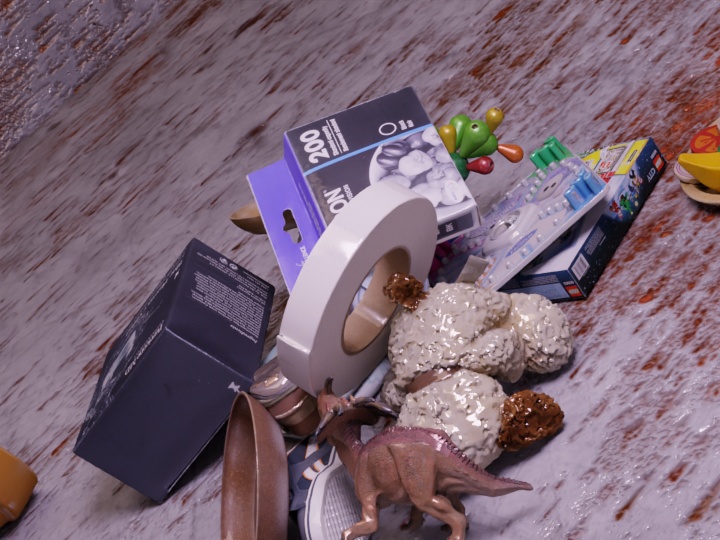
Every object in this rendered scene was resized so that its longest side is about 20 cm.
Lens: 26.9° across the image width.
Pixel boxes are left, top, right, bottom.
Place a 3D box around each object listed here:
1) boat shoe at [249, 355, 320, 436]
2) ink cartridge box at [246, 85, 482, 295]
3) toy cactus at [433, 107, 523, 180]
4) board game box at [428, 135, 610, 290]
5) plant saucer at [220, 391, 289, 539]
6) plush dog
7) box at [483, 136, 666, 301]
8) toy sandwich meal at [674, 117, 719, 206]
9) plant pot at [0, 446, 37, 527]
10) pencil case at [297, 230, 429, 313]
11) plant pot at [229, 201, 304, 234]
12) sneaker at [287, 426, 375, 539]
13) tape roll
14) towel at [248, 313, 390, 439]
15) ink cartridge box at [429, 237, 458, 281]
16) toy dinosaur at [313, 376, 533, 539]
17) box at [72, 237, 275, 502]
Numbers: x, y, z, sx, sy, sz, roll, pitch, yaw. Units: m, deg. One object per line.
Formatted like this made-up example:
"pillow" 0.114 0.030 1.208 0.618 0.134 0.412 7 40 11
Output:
"boat shoe" -0.059 0.114 1.450 0.075 0.072 0.200 -34 5 11
"ink cartridge box" -0.005 -0.081 1.496 0.199 0.044 0.199 -23 47 -2
"toy cactus" 0.088 -0.087 1.596 0.200 0.102 0.166 -21 42 62
"board game box" 0.146 -0.046 1.511 0.200 0.026 0.200 -42 15 7
"plant saucer" -0.094 0.210 1.348 0.036 0.202 0.201 3 20 -13
"plush dog" 0.082 0.102 1.318 0.199 0.160 0.173 -26 49 23
"box" 0.208 -0.048 1.516 0.136 0.038 0.200 -10 35 49
"toy sandwich meal" 0.379 -0.140 1.406 0.204 0.070 0.206 -31 24 15
"plant pot" -0.506 0.282 1.752 0.199 0.200 0.184 -6 54 50
"pencil case" 0.000 0.000 1.551 0.083 0.091 0.200 -38 26 -6
"plant pot" -0.044 -0.077 1.629 0.198 0.028 0.200 -17 9 3
"sneaker" -0.035 0.206 1.348 0.079 0.079 0.200 -24 16 18
"tape roll" 0.000 0.019 1.327 0.037 0.204 0.203 28 60 21
"towel" -0.030 0.097 1.582 0.170 0.048 0.200 0 43 50
"ink cartridge box" 0.068 -0.035 1.699 0.095 0.037 0.199 -46 27 -18
"toy dinosaur" 0.034 0.154 1.229 0.198 0.137 0.086 -5 6 31
"box" -0.199 0.105 1.640 0.197 0.117 0.201 -51 16 25
